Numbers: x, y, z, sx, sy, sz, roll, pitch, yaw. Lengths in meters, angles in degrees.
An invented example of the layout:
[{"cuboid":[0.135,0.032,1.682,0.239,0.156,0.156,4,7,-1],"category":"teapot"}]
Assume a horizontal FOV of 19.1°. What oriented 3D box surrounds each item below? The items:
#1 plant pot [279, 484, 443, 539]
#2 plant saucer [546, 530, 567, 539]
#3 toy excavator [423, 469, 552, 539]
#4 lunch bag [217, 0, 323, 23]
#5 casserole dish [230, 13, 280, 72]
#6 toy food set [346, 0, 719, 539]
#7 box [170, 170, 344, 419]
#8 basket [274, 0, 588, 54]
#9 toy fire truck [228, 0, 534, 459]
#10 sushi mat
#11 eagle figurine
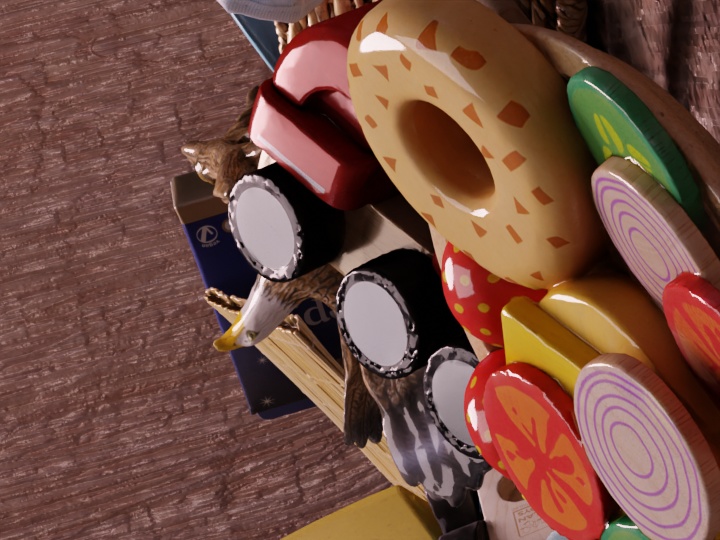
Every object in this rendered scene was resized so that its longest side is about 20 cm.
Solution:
[{"cuboid":[0.026,0.245,1.224,0.200,0.176,0.200,37,-169,-47],"category":"plant pot"},{"cuboid":[0.134,0.206,0.950,0.201,0.038,0.203,163,90,-77],"category":"plant saucer"},{"cuboid":[0.120,0.193,1.098,0.195,0.099,0.201,-102,-13,-55],"category":"toy excavator"},{"cuboid":[-0.011,-0.203,0.720,0.170,0.126,0.201,115,155,-43],"category":"lunch bag"},{"cuboid":[-0.036,-0.134,1.210,0.122,0.039,0.200,55,-176,6],"category":"casserole dish"},{"cuboid":[0.070,0.017,0.642,0.198,0.048,0.201,39,148,44],"category":"toy food set"},{"cuboid":[-0.024,0.013,1.231,0.033,0.120,0.201,-105,-1,-47],"category":"box"},{"cuboid":[0.049,-0.149,0.916,0.201,0.148,0.143,77,-149,-41],"category":"basket"},{"cuboid":[0.038,-0.052,0.792,0.176,0.128,0.201,41,135,27],"category":"toy fire truck"},{"cuboid":[-0.006,0.079,1.215,0.095,0.012,0.200,18,157,50],"category":"sushi mat"},{"cuboid":[-0.005,0.004,1.068,0.200,0.151,0.152,44,-139,-18],"category":"eagle figurine"}]
